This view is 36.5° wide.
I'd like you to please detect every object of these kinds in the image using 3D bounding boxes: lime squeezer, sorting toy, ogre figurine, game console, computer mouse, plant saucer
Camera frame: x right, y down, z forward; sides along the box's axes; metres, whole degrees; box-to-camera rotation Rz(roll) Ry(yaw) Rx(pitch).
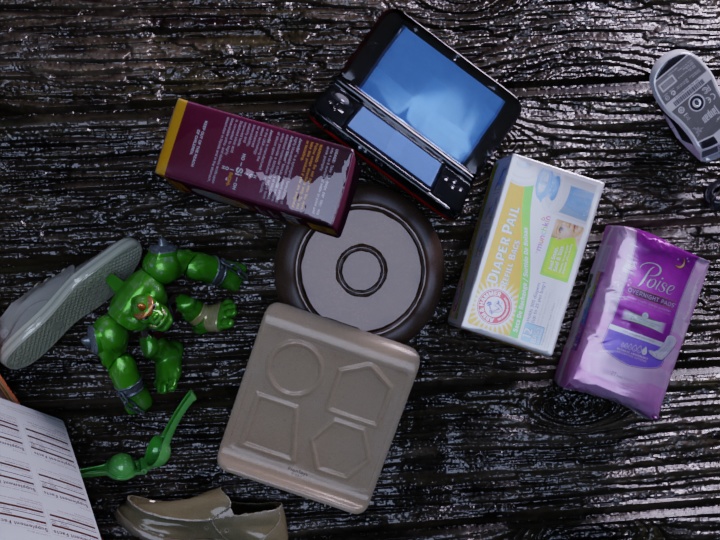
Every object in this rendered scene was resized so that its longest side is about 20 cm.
[{"bbox_3d":[-0.258,0.206,1.222,0.199,0.071,0.038,-27,56,3],"label":"lime squeezer"},{"bbox_3d":[-0.048,0.155,1.241,0.184,0.036,0.201,19,96,-4],"label":"sorting toy"},{"bbox_3d":[-0.223,0.053,1.200,0.200,0.098,0.120,-42,128,10],"label":"ogre figurine"},{"bbox_3d":[0.066,-0.177,1.215,0.199,0.173,0.119,35,115,-3],"label":"game console"},{"bbox_3d":[0.405,-0.170,1.273,0.109,0.044,0.200,-37,99,2],"label":"computer mouse"},{"bbox_3d":[0.000,0.000,1.253,0.198,0.032,0.202,0,90,-4],"label":"plant saucer"}]

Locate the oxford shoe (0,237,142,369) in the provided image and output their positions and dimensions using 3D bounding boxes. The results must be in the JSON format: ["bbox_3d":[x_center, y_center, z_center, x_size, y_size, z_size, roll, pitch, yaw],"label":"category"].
[{"bbox_3d":[-0.330,0.026,1.215,0.200,0.075,0.058,-41,65,-3],"label":"oxford shoe"}]

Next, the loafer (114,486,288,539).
[{"bbox_3d":[-0.174,0.275,1.227,0.198,0.076,0.068,13,89,-14],"label":"loafer"}]

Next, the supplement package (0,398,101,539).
[{"bbox_3d":[-0.389,0.266,1.107,0.191,0.200,0.147,-45,137,13],"label":"supplement package"}]

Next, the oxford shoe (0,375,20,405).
[{"bbox_3d":[-0.421,0.140,1.180,0.071,0.073,0.201,0,116,26],"label":"oxford shoe"}]

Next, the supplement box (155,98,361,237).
[{"bbox_3d":[-0.107,-0.108,1.188,0.198,0.110,0.086,17,86,5],"label":"supplement box"}]

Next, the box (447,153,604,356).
[{"bbox_3d":[0.182,-0.017,1.229,0.112,0.101,0.202,16,90,-4],"label":"box"}]

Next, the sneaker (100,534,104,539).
[{"bbox_3d":[-0.266,0.361,1.232,0.086,0.074,0.201,-22,83,-36],"label":"sneaker"}]

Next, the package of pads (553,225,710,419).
[{"bbox_3d":[0.311,0.058,1.252,0.120,0.076,0.201,20,90,-7],"label":"package of pads"}]
